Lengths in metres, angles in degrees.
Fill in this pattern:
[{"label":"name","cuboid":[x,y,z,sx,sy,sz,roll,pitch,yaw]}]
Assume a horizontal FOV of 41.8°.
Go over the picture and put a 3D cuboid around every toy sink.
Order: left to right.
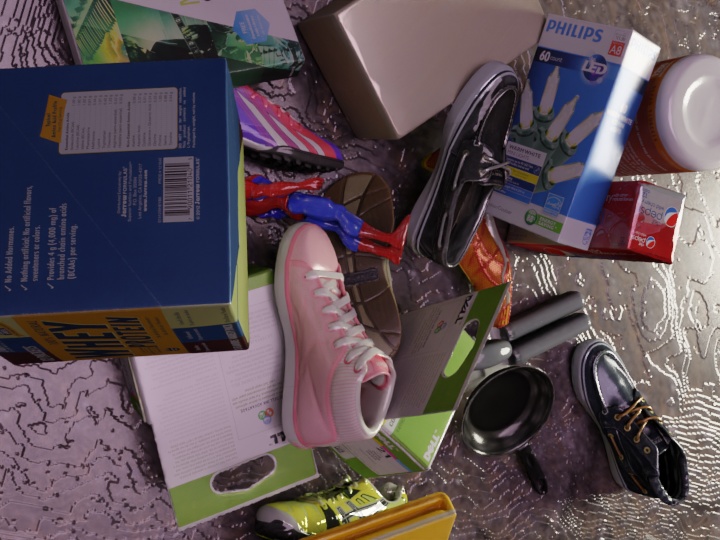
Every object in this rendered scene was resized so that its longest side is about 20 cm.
[{"label":"toy sink","cuboid":[0.061,-0.238,0.927,0.199,0.112,0.132,-36,110,-15]}]

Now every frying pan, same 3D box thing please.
[{"label":"frying pan","cuboid":[0.180,0.166,1.029,0.189,0.031,0.115,35,99,-37]}]

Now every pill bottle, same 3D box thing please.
[{"label":"pill bottle","cuboid":[0.293,-0.157,0.989,0.110,0.199,0.115,-1,94,-24]}]

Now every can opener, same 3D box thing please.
[{"label":"can opener","cuboid":[0.175,0.079,1.027,0.198,0.066,0.054,-22,100,-26]}]

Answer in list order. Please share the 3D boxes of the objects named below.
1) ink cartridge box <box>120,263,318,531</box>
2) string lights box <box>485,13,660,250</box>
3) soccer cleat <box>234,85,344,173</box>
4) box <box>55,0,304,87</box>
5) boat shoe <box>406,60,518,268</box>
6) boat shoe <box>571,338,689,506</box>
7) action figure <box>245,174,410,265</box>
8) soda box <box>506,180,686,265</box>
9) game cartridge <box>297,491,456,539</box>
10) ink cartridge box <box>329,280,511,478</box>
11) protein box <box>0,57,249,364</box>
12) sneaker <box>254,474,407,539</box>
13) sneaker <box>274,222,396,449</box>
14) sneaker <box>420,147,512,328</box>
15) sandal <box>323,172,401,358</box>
[{"label":"ink cartridge box","cuboid":[-0.135,0.112,0.872,0.146,0.075,0.204,-16,101,-23]},{"label":"string lights box","cuboid":[0.201,-0.134,0.911,0.058,0.102,0.203,9,102,-45]},{"label":"soccer cleat","cuboid":[-0.101,-0.143,0.887,0.197,0.068,0.075,14,83,-22]},{"label":"box","cuboid":[-0.163,-0.227,0.840,0.197,0.036,0.147,-16,76,-22]},{"label":"boat shoe","cuboid":[0.113,-0.096,0.907,0.071,0.071,0.203,3,115,-44]},{"label":"boat shoe","cuboid":[0.314,0.171,1.077,0.070,0.091,0.203,-30,104,-20]},{"label":"action figure","cuboid":[-0.051,-0.061,0.890,0.196,0.066,0.053,16,75,4]},{"label":"soda box","cuboid":[0.235,-0.050,0.968,0.062,0.199,0.071,15,87,-25]},{"label":"game cartridge","cuboid":[-0.005,0.304,0.911,0.173,0.033,0.202,-12,139,-23]},{"label":"ink cartridge box","cuboid":[0.068,0.107,0.882,0.076,0.199,0.149,44,55,-20]},{"label":"protein box","cuboid":[-0.194,-0.043,0.745,0.196,0.135,0.202,-3,72,-2]},{"label":"sneaker","cuboid":[-0.027,0.239,0.929,0.199,0.075,0.078,22,73,-47]},{"label":"sneaker","cuboid":[-0.017,0.055,0.831,0.075,0.103,0.204,6,80,-52]},{"label":"sneaker","cuboid":[0.112,-0.034,0.997,0.076,0.073,0.203,-18,97,0]},{"label":"sandal","cuboid":[0.000,0.000,0.929,0.079,0.054,0.204,-7,71,-3]}]
